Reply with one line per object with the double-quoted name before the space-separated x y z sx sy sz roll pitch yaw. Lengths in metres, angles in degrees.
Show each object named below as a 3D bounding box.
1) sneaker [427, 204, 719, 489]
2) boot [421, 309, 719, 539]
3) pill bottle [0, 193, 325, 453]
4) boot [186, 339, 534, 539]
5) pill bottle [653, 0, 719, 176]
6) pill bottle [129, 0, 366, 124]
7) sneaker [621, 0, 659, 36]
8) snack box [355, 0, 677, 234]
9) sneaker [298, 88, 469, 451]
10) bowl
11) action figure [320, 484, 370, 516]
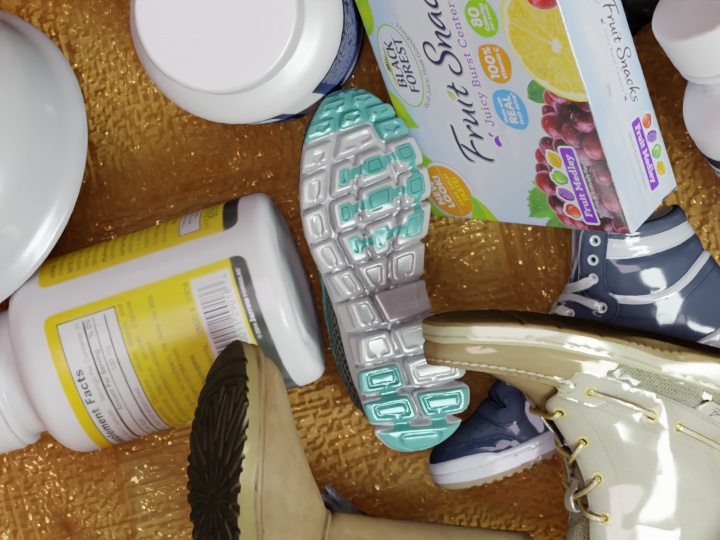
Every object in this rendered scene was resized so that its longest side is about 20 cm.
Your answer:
"sneaker" 0.112 0.037 1.166 0.199 0.070 0.109 -27 96 0
"boot" 0.116 0.105 1.101 0.199 0.072 0.155 11 95 -15
"pill bottle" -0.128 0.037 1.172 0.199 0.111 0.112 -17 92 7
"boot" 0.008 0.138 1.111 0.199 0.066 0.176 12 67 -30
"pill bottle" 0.237 -0.072 1.078 0.111 0.111 0.200 -36 116 7
"pill bottle" -0.060 -0.133 1.107 0.111 0.200 0.112 0 94 6
"sneaker" 0.173 -0.148 1.152 0.199 0.073 0.112 25 100 12
"snack box" 0.072 -0.119 1.096 0.142 0.053 0.201 8 129 45
"sneaker" 0.000 0.000 1.166 0.077 0.091 0.201 -11 95 -16
"bowl" -0.258 -0.070 1.150 0.200 0.090 0.202 -6 71 19
"action figure" -0.058 0.204 1.200 0.200 0.149 0.134 -40 58 25
